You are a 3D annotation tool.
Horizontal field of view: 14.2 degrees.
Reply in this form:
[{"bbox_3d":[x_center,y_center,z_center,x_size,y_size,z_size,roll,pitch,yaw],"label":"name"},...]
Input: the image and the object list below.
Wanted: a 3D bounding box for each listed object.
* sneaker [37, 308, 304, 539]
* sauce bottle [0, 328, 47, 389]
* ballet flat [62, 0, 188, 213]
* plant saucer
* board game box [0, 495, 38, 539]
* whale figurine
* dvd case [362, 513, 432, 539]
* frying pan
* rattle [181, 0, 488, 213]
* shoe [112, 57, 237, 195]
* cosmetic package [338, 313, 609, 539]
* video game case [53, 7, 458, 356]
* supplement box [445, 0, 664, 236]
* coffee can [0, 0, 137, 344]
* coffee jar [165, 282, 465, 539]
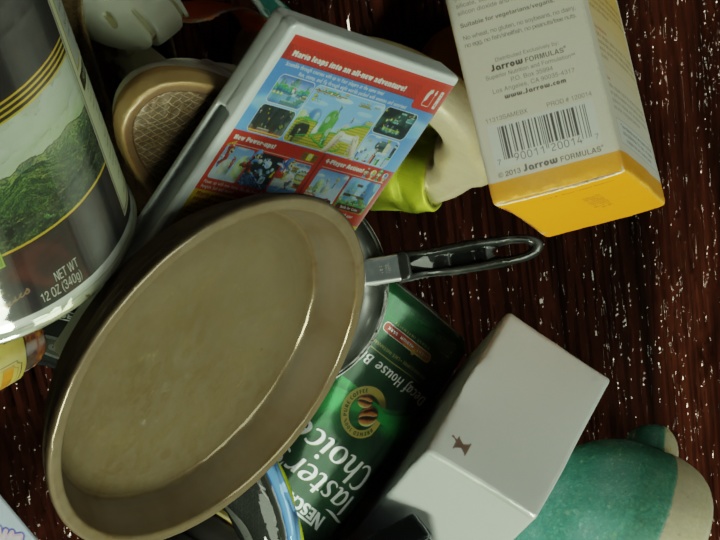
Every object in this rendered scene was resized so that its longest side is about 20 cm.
[{"bbox_3d":[-0.104,0.086,1.499,0.083,0.071,0.200,-44,101,-3],"label":"sneaker"},{"bbox_3d":[-0.244,0.062,1.386,0.200,0.066,0.066,-30,128,-31],"label":"sauce bottle"},{"bbox_3d":[-0.112,-0.105,1.434,0.068,0.072,0.200,-38,132,-31],"label":"ballet flat"},{"bbox_3d":[-0.079,0.044,1.393,0.200,0.029,0.200,-34,145,-29],"label":"plant saucer"},{"bbox_3d":[-0.235,0.071,1.240,0.041,0.200,0.200,-44,104,-24],"label":"board game box"},{"bbox_3d":[0.127,0.154,1.689,0.104,0.200,0.159,28,87,-11],"label":"whale figurine"},{"bbox_3d":[-0.018,0.230,1.618,0.150,0.025,0.200,-28,144,-12],"label":"dvd case"},{"bbox_3d":[-0.005,0.017,1.545,0.031,0.190,0.115,119,-16,-88],"label":"frying pan"},{"bbox_3d":[-0.002,-0.132,1.536,0.200,0.130,0.143,37,71,-25],"label":"rattle"},{"bbox_3d":[-0.067,-0.061,1.420,0.070,0.053,0.200,-46,148,8],"label":"shoe"},{"bbox_3d":[0.056,0.116,1.620,0.101,0.071,0.200,-58,-178,-30],"label":"cosmetic package"},{"bbox_3d":[-0.049,-0.029,1.405,0.143,0.017,0.200,13,116,-55],"label":"video game case"},{"bbox_3d":[0.093,-0.128,1.509,0.126,0.073,0.200,24,52,-73],"label":"supplement box"},{"bbox_3d":[-0.196,-0.084,1.300,0.146,0.146,0.200,-40,133,-26],"label":"coffee can"},{"bbox_3d":[-0.034,0.094,1.598,0.104,0.085,0.200,38,80,-36],"label":"coffee jar"}]
